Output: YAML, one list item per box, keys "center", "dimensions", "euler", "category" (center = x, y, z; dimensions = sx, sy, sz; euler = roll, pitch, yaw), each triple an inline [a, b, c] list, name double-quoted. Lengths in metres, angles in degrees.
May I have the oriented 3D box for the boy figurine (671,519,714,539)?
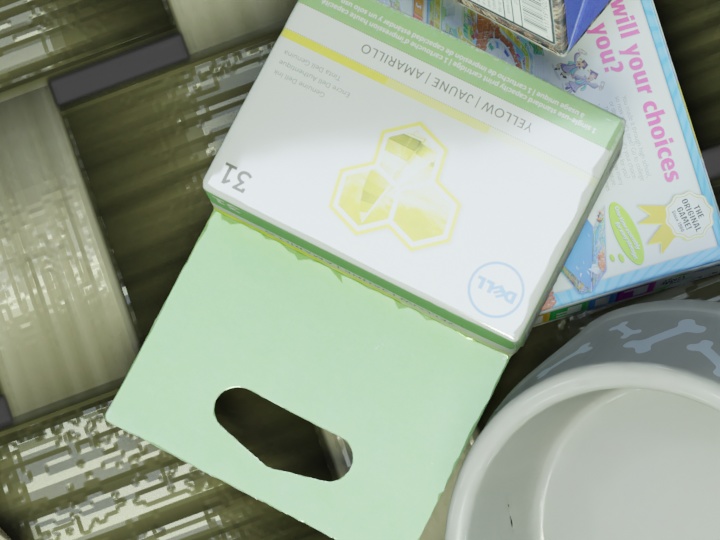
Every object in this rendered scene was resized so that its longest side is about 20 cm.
- center: [0.207, 0.040, 0.892]
  dimensions: [0.124, 0.064, 0.200]
  euler: [32, 86, 11]
  category: "boy figurine"

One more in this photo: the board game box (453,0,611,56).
- center: [0.022, -0.205, 0.863]
  dimensions: [0.200, 0.160, 0.097]
  euler: [31, 68, 25]
  category: "board game box"

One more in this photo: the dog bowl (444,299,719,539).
- center: [0.121, 0.114, 0.832]
  dimensions: [0.200, 0.059, 0.201]
  euler: [8, 107, 29]
  category: "dog bowl"

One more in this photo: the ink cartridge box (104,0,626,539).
- center: [0.000, 0.000, 0.884]
  dimensions: [0.145, 0.048, 0.200]
  euler: [26, 80, 7]
  category: "ink cartridge box"

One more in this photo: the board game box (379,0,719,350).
- center: [0.066, -0.078, 0.934]
  dimensions: [0.134, 0.034, 0.201]
  euler: [-16, 79, 1]
  category: "board game box"

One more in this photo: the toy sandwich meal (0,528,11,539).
- center: [-0.223, 0.173, 0.887]
  dimensions: [0.204, 0.070, 0.206]
  euler: [-1, 80, 3]
  category: "toy sandwich meal"
